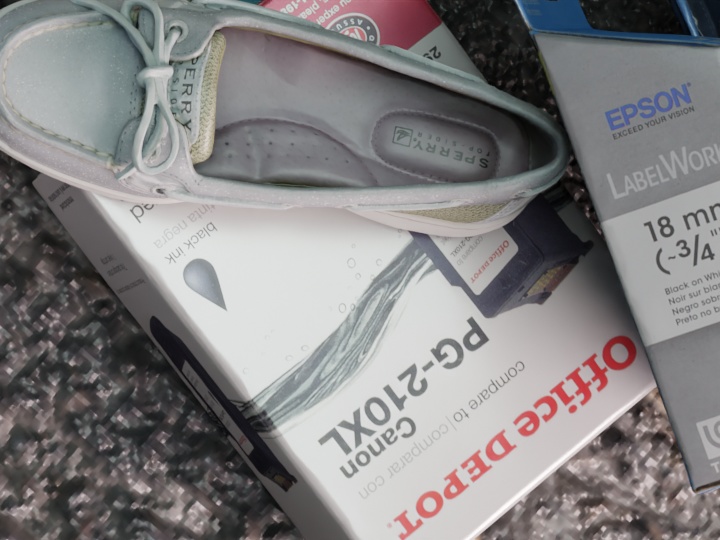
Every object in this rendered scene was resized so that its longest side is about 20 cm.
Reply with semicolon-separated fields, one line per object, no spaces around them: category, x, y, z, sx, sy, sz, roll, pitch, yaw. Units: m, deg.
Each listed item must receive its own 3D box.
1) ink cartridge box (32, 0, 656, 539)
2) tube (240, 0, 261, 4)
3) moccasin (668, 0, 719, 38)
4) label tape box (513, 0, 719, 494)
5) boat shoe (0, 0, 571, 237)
ink cartridge box;0.000;0.000;0.942;0.145;0.084;0.200;-38;95;-14
tube;-0.104;-0.140;0.977;0.077;0.050;0.200;-42;98;-7
moccasin;0.157;-0.031;0.990;0.068;0.080;0.200;-10;91;8
label tape box;0.116;-0.036;0.884;0.063;0.144;0.200;-20;91;14
boat shoe;-0.031;-0.054;0.862;0.202;0.065;0.074;13;81;-11
